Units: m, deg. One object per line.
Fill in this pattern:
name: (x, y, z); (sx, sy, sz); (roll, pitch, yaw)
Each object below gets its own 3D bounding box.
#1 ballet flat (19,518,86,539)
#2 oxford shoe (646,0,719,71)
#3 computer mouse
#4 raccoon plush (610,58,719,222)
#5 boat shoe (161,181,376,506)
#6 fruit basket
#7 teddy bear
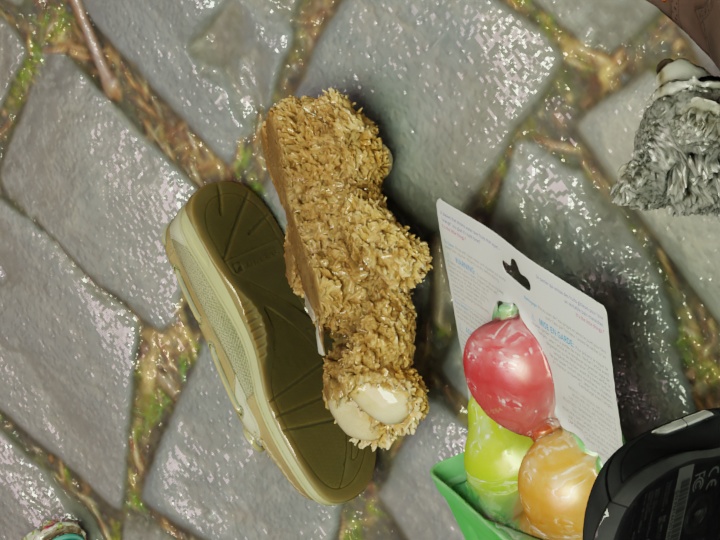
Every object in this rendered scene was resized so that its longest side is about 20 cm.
ballet flat: (-0.234, 0.239, 1.610); (0.064, 0.075, 0.201); (42, 125, 41)
oxford shoe: (0.144, -0.137, 1.101); (0.200, 0.072, 0.072); (-106, 15, -58)
computer mouse: (0.163, 0.123, 1.166); (0.046, 0.199, 0.141); (29, 128, 37)
raccoon plush: (0.214, -0.028, 1.108); (0.200, 0.134, 0.097); (39, 124, 24)
boat shoe: (-0.056, 0.048, 1.402); (0.063, 0.073, 0.201); (-39, 76, 51)
fruit basket: (0.100, 0.078, 1.237); (0.185, 0.093, 0.201); (-144, 44, -60)
teddy bear: (0.000, 0.000, 1.322); (0.145, 0.066, 0.201); (104, 152, -61)
